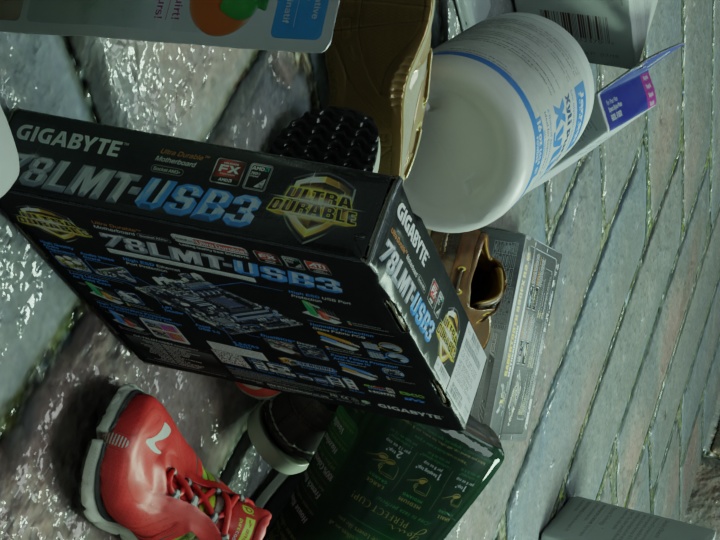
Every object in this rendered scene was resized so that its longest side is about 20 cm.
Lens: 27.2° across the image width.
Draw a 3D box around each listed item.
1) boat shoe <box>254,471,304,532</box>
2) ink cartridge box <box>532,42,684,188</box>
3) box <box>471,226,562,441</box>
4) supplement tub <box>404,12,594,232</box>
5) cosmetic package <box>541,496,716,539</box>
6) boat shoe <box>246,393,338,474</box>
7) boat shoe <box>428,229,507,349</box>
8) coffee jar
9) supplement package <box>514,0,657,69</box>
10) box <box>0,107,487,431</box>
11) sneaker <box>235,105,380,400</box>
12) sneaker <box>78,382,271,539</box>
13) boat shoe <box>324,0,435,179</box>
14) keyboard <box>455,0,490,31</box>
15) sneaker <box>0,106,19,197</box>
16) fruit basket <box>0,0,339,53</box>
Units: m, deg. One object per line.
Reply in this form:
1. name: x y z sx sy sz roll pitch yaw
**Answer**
1. boat shoe: -0.034 0.176 1.046 0.200 0.060 0.074 -57 151 -45
2. ink cartridge box: 0.208 -0.131 1.378 0.044 0.199 0.196 58 27 1
3. box: 0.142 0.067 1.472 0.158 0.048 0.202 15 85 -69
4. supplement tub: 0.095 -0.118 1.147 0.200 0.131 0.133 -40 136 -58
5. cosmetic package: 0.340 0.416 1.941 0.166 0.198 0.169 -21 120 -66
6. boat shoe: -0.004 0.077 1.040 0.061 0.072 0.201 -42 178 30
7. boat shoe: 0.092 0.020 1.289 0.200 0.067 0.072 66 39 -56
8. coffee jar: -0.004 0.164 0.938 0.201 0.104 0.085 -57 -156 6
9. supplement package: 0.231 -0.311 1.431 0.118 0.116 0.201 65 41 -56
10. box: -0.053 0.005 0.721 0.199 0.198 0.050 61 44 -58
11. sneaker: -0.041 -0.009 0.956 0.094 0.070 0.201 98 9 -64
12. sneaker: -0.093 0.130 0.835 0.201 0.084 0.077 69 36 -54
13. boat shoe: 0.013 -0.138 1.021 0.069 0.073 0.202 -14 115 -80
14. keyboard: 0.082 -0.261 1.220 0.200 0.011 0.057 67 34 -56
15. sneaker: -0.199 -0.061 0.500 0.116 0.073 0.201 -64 145 -31
16. fruit basket: -0.078 -0.178 0.576 0.094 0.199 0.187 27 75 -53
